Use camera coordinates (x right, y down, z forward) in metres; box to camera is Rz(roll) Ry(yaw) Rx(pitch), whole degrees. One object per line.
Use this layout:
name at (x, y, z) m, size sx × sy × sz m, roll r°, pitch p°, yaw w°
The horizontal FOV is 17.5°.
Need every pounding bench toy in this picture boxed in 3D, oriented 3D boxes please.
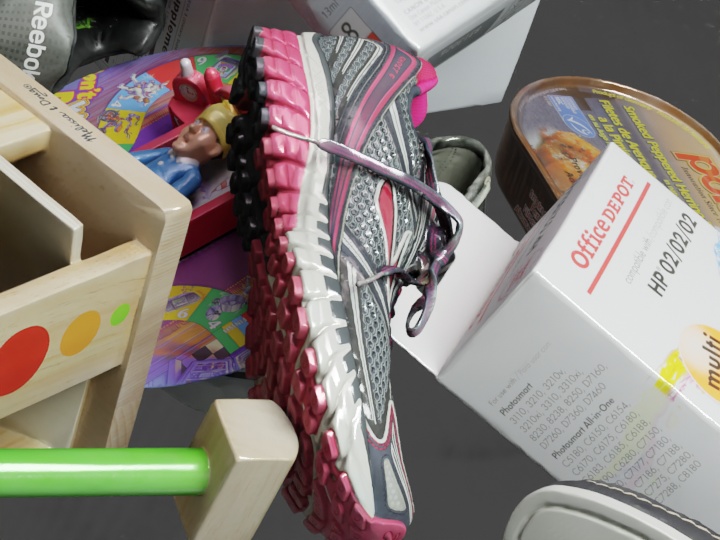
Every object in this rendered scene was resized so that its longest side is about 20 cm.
pounding bench toy at (-0.138, 0.035, 0.758) m, size 0.200 × 0.125 × 0.156 m, roll 37°, pitch 37°, yaw 24°

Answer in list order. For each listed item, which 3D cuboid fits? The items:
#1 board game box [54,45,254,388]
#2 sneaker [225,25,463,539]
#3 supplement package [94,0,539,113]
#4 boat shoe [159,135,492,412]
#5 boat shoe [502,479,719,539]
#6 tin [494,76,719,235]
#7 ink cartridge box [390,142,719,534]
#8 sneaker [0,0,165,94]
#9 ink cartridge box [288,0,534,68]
board game box at (-0.076, -0.039, 0.902) m, size 0.157 × 0.039 × 0.200 m, roll 1°, pitch 43°, yaw 14°
sneaker at (0.000, 0.000, 0.815) m, size 0.074 × 0.081 × 0.201 m, roll 2°, pitch 63°, yaw -14°
supplement package at (-0.015, -0.158, 1.070) m, size 0.200 × 0.156 × 0.111 m, roll -11°, pitch 44°, yaw -37°
boat shoe at (-0.013, -0.006, 0.935) m, size 0.071 × 0.064 × 0.200 m, roll 33°, pitch 36°, yaw 19°
boat shoe at (0.143, 0.131, 0.809) m, size 0.200 × 0.074 × 0.060 m, roll 30°, pitch 35°, yaw 11°
tin at (0.132, -0.018, 1.052) m, size 0.112 × 0.042 × 0.200 m, roll -1°, pitch 38°, yaw -21°
ink cartridge box at (0.107, 0.031, 0.889) m, size 0.200 × 0.068 × 0.115 m, roll 39°, pitch 34°, yaw -2°
sneaker at (-0.159, -0.105, 0.933) m, size 0.200 × 0.067 × 0.090 m, roll -14°, pitch 38°, yaw -42°
ink cartridge box at (0.001, -0.184, 0.957) m, size 0.200 × 0.050 × 0.162 m, roll 48°, pitch 53°, yaw 7°
